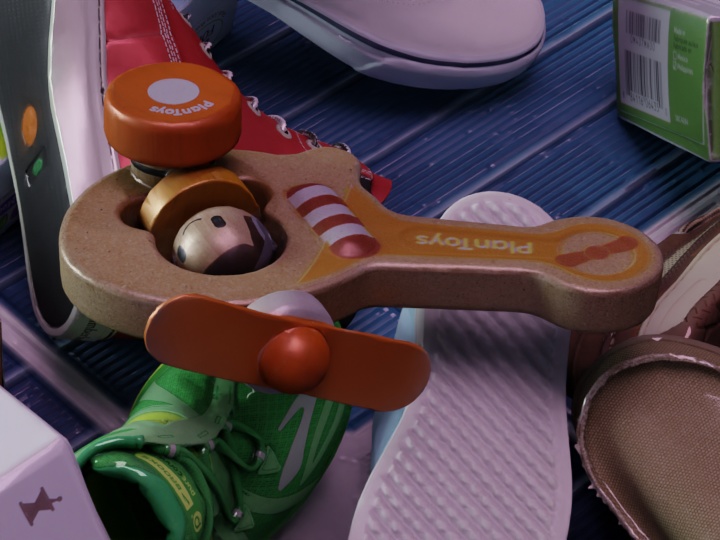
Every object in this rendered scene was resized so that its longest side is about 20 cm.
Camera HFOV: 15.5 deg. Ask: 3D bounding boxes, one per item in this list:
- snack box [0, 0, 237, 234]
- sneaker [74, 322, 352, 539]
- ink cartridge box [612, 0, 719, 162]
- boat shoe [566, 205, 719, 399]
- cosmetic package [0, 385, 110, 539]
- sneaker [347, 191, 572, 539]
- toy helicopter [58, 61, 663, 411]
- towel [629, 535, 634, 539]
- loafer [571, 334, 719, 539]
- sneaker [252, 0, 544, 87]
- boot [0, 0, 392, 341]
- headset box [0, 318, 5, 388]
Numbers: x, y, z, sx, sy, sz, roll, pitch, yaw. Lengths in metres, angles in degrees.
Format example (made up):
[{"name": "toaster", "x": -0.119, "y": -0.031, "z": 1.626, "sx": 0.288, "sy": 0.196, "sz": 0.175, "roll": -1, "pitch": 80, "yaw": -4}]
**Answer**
[{"name": "snack box", "x": -0.159, "y": -0.099, "z": 1.073, "sx": 0.142, "sy": 0.053, "sz": 0.200, "roll": 32, "pitch": 49, "yaw": 13}, {"name": "sneaker", "x": -0.065, "y": 0.080, "z": 0.881, "sx": 0.200, "sy": 0.084, "sz": 0.074, "roll": -41, "pitch": 99, "yaw": -31}, {"name": "ink cartridge box", "x": 0.214, "y": -0.091, "z": 1.090, "sx": 0.199, "sy": 0.060, "sz": 0.104, "roll": -6, "pitch": 14, "yaw": -14}, {"name": "boat shoe", "x": 0.144, "y": 0.001, "z": 1.010, "sx": 0.075, "sy": 0.075, "sz": 0.202, "roll": 4, "pitch": 20, "yaw": 40}, {"name": "cosmetic package", "x": -0.137, "y": 0.075, "z": 0.756, "sx": 0.081, "sy": 0.113, "sz": 0.200, "roll": -33, "pitch": 31, "yaw": -18}, {"name": "sneaker", "x": 0.035, "y": 0.075, "z": 0.919, "sx": 0.074, "sy": 0.082, "sz": 0.200, "roll": 16, "pitch": 57, "yaw": 1}, {"name": "toy helicopter", "x": 0.000, "y": 0.000, "z": 0.868, "sx": 0.199, "sy": 0.079, "sz": 0.132, "roll": 4, "pitch": 32, "yaw": 0}, {"name": "towel", "x": 0.196, "y": 0.096, "z": 0.955, "sx": 0.199, "sy": 0.023, "sz": 0.144, "roll": -11, "pitch": 48, "yaw": -17}, {"name": "loafer", "x": 0.147, "y": 0.093, "z": 0.867, "sx": 0.200, "sy": 0.076, "sz": 0.067, "roll": 41, "pitch": 9, "yaw": 19}, {"name": "sneaker", "x": -0.003, "y": -0.133, "z": 1.073, "sx": 0.200, "sy": 0.071, "sz": 0.073, "roll": 19, "pitch": 57, "yaw": -24}, {"name": "boot", "x": -0.062, "y": -0.070, "z": 1.010, "sx": 0.144, "sy": 0.072, "sz": 0.201, "roll": -1, "pitch": 72, "yaw": -29}, {"name": "headset box", "x": -0.230, "y": 0.037, "z": 0.917, "sx": 0.200, "sy": 0.077, "sz": 0.149, "roll": -32, "pitch": 57, "yaw": -31}]
